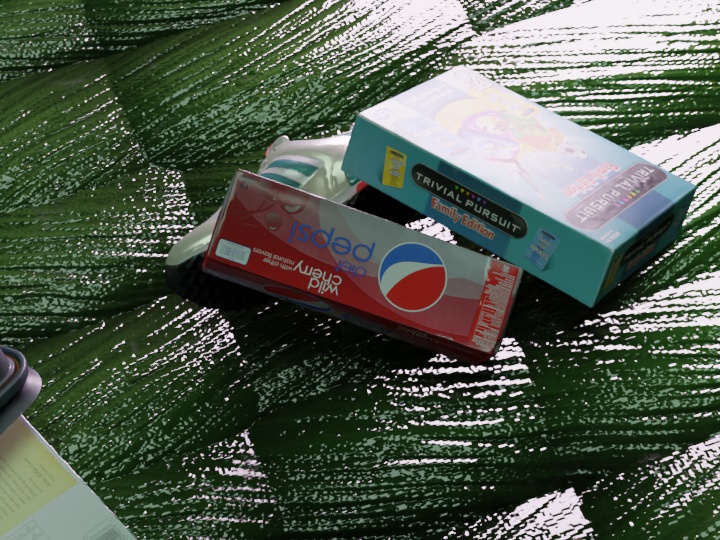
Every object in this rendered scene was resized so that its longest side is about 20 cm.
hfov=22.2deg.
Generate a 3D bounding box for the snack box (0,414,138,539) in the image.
[{"bbox_3d":[-0.237,0.156,1.163,0.116,0.037,0.200,-35,56,-22],"label":"snack box"}]

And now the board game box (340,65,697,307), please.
[{"bbox_3d":[0.111,-0.064,1.256,0.199,0.047,0.151,29,31,20],"label":"board game box"}]

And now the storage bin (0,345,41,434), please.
[{"bbox_3d":[-0.329,0.044,1.159,0.199,0.135,0.146,11,45,38],"label":"storage bin"}]

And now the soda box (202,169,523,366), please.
[{"bbox_3d":[0.000,0.000,1.200,0.199,0.070,0.064,20,79,-5],"label":"soda box"}]

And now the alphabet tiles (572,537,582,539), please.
[{"bbox_3d":[0.101,0.230,0.973,0.199,0.006,0.167,-21,50,-15],"label":"alphabet tiles"}]

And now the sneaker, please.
[{"bbox_3d":[-0.058,-0.043,1.296,0.199,0.071,0.093,-26,46,-19],"label":"sneaker"}]
